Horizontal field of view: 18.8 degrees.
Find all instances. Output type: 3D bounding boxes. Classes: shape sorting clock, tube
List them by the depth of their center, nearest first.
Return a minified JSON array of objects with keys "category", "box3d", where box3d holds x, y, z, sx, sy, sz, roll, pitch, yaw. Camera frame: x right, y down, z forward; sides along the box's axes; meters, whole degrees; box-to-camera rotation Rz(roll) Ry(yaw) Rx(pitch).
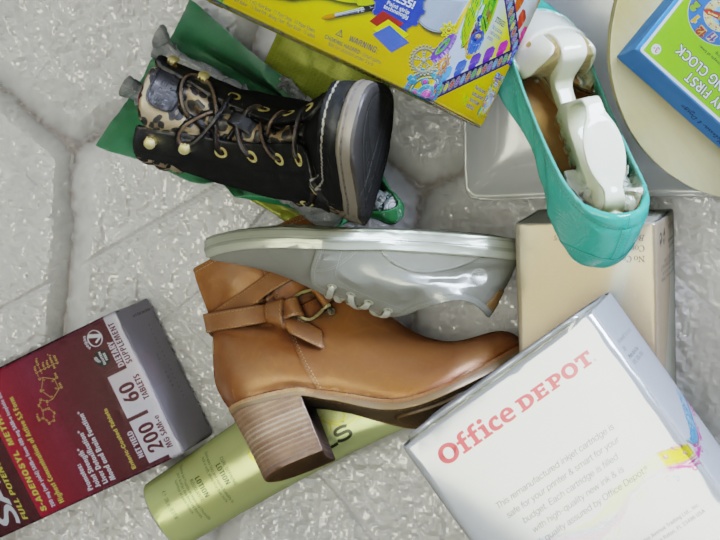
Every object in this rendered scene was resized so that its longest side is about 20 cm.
[{"category":"shape sorting clock","box3d":[0.243,-0.140,1.306,0.199,0.039,0.201,-3,104,-14]},{"category":"tube","box3d":[-0.054,0.114,1.463,0.200,0.052,0.058,-32,122,11]}]

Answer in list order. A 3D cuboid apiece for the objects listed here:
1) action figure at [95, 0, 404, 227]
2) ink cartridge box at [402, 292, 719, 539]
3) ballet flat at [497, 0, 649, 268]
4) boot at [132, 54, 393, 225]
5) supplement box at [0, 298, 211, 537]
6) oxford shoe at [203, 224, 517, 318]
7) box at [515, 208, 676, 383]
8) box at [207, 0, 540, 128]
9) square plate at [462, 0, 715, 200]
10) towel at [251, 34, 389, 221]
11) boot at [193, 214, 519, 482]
[{"category":"action figure","box3d":[-0.058,-0.085,1.408,0.199,0.055,0.118,29,81,6]},{"category":"ink cartridge box","box3d":[0.144,0.136,1.302,0.145,0.087,0.200,-37,89,17]},{"category":"ballet flat","box3d":[0.126,-0.101,1.308,0.070,0.067,0.201,-52,53,58]},{"category":"boot","box3d":[-0.059,-0.083,1.286,0.150,0.200,0.073,16,85,3]},{"category":"supplement box","box3d":[-0.216,0.110,1.505,0.199,0.061,0.109,-26,90,20]},{"category":"oxford shoe","box3d":[0.000,0.000,1.366,0.199,0.075,0.058,4,94,-1]},{"category":"box","box3d":[0.151,0.064,1.376,0.095,0.078,0.201,-1,98,16]},{"category":"box","box3d":[0.011,-0.217,1.273,0.199,0.122,0.193,26,94,18]},{"category":"square plate","box3d":[0.160,-0.146,1.368,0.197,0.028,0.201,0,98,18]},{"category":"towel","box3d":[-0.024,-0.130,1.432,0.086,0.018,0.201,28,105,10]},{"category":"boot","box3d":[-0.003,0.034,1.419,0.199,0.077,0.156,-22,73,4]}]
